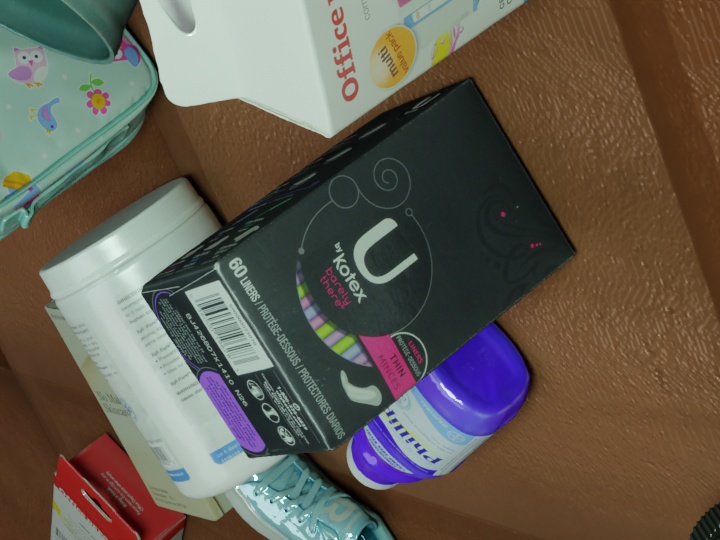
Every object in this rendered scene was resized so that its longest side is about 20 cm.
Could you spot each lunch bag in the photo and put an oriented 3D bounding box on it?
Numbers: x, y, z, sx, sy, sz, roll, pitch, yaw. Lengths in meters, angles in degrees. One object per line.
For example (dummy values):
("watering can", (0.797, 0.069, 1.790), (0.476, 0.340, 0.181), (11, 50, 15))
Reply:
("lunch bag", (-0.246, -0.113, 1.338), (0.161, 0.200, 0.077), (50, 153, 1))

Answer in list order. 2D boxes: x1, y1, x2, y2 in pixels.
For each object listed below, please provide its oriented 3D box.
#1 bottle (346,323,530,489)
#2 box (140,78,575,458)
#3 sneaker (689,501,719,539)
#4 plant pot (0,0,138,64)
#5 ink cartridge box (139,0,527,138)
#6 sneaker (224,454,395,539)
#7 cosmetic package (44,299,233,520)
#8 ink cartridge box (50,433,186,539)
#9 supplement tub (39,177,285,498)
("bottle", (0.041, 0.093, 1.287), (0.084, 0.065, 0.200), (48, 151, 5))
("box", (0.000, 0.000, 1.101), (0.123, 0.200, 0.106), (58, 151, -10))
("sneaker", (0.272, 0.200, 1.080), (0.200, 0.070, 0.090), (31, 160, 35))
("plant pot", (-0.203, -0.232, 1.173), (0.200, 0.135, 0.200), (27, 172, 4))
("ink cartridge box", (-0.014, -0.165, 0.937), (0.125, 0.200, 0.129), (25, 142, 40))
("sneaker", (-0.024, 0.185, 1.494), (0.200, 0.074, 0.082), (45, 144, -3))
("cosmetic package", (-0.160, 0.095, 1.581), (0.103, 0.073, 0.201), (1, 124, 55))
("ink cartridge box", (-0.228, 0.235, 1.842), (0.116, 0.067, 0.200), (43, 150, 16))
("supplement tub", (-0.124, 0.050, 1.414), (0.201, 0.132, 0.132), (59, 151, -10))
